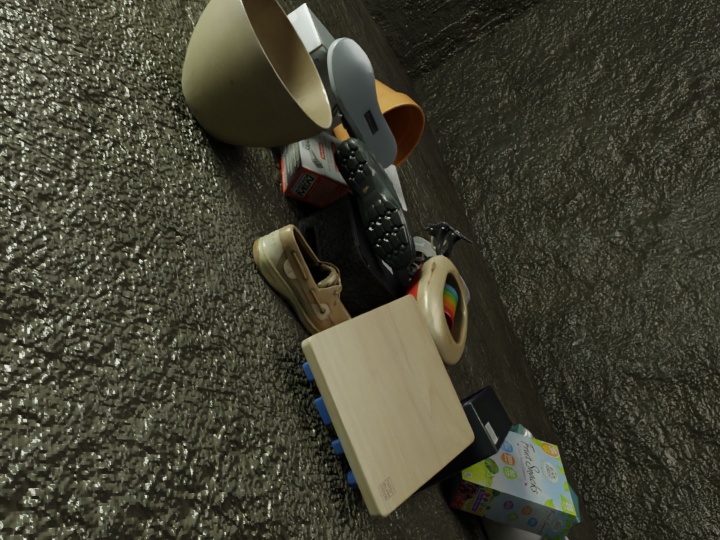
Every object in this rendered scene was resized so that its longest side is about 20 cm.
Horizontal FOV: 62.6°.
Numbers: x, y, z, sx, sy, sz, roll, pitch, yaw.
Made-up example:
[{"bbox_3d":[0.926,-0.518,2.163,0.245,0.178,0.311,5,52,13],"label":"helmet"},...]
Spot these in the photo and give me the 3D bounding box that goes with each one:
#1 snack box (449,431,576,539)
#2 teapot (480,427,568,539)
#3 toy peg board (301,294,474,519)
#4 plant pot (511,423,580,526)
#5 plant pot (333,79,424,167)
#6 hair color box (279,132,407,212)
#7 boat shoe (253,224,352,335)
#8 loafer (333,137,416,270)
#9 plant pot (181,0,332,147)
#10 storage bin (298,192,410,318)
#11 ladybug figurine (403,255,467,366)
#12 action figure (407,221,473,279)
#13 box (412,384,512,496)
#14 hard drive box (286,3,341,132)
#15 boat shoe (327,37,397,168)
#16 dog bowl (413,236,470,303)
[{"bbox_3d":[0.252,0.350,1.018,0.194,0.069,0.170,18,25,-2],"label":"snack box"},{"bbox_3d":[0.308,0.439,1.124,0.205,0.143,0.197,66,17,3],"label":"teapot"},{"bbox_3d":[0.017,0.162,0.727,0.197,0.097,0.205,-18,81,-47],"label":"toy peg board"},{"bbox_3d":[0.355,0.452,1.278,0.203,0.140,0.141,59,16,9],"label":"plant pot"},{"bbox_3d":[0.020,-0.316,1.273,0.141,0.200,0.199,51,11,24],"label":"plant pot"},{"bbox_3d":[-0.027,-0.145,0.939,0.196,0.064,0.113,20,42,-31],"label":"hair color box"},{"bbox_3d":[-0.054,0.025,0.748,0.201,0.063,0.072,50,22,-39],"label":"boat shoe"},{"bbox_3d":[0.028,-0.097,0.847,0.070,0.067,0.205,-4,66,-63],"label":"loafer"},{"bbox_3d":[-0.140,-0.234,0.732,0.202,0.132,0.203,53,20,-29],"label":"plant pot"},{"bbox_3d":[0.000,0.000,0.900,0.200,0.092,0.138,45,25,-46],"label":"storage bin"},{"bbox_3d":[0.108,0.059,0.871,0.138,0.070,0.201,65,27,-21],"label":"ladybug figurine"},{"bbox_3d":[0.114,0.018,1.021,0.101,0.203,0.118,35,7,30],"label":"action figure"},{"bbox_3d":[0.142,0.249,0.892,0.080,0.140,0.199,59,15,14],"label":"box"},{"bbox_3d":[-0.090,-0.293,0.932,0.199,0.153,0.079,22,44,-67],"label":"hard drive box"},{"bbox_3d":[-0.007,-0.247,0.885,0.068,0.074,0.201,27,-24,49],"label":"boat shoe"},{"bbox_3d":[0.149,0.016,1.232,0.201,0.058,0.200,49,-8,9],"label":"dog bowl"}]
